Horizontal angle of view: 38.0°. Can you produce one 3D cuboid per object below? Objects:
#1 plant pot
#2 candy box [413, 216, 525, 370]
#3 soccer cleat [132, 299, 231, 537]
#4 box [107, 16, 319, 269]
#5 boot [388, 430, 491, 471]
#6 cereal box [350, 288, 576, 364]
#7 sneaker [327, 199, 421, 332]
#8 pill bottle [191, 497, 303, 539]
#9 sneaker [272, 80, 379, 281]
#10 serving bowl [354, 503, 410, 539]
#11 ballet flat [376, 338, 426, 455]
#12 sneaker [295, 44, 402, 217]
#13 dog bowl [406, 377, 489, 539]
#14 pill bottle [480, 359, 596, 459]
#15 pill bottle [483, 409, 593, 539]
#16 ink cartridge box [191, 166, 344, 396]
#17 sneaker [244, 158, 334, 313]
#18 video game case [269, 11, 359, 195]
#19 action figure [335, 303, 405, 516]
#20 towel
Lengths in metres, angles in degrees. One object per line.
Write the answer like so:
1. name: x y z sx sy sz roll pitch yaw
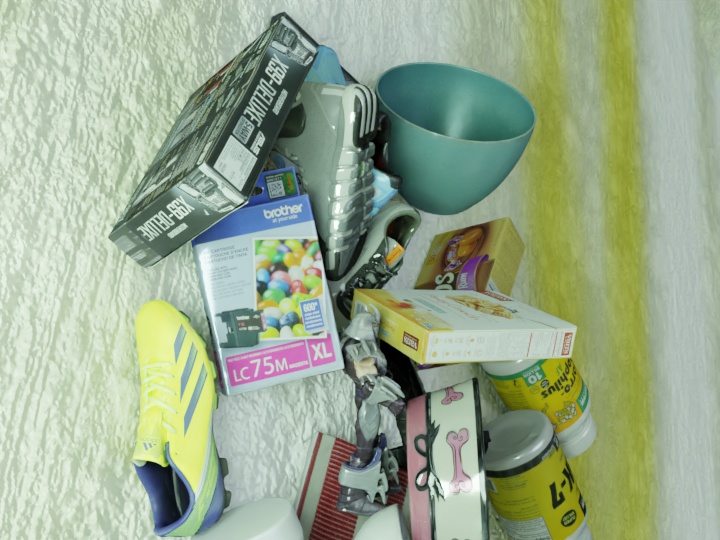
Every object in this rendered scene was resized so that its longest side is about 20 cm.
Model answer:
1. plant pot: 0.105 -0.150 1.289 0.200 0.197 0.136 -48 155 -50
2. candy box: 0.124 0.028 1.297 0.057 0.115 0.201 56 40 -28
3. soccer cleat: -0.163 0.126 0.888 0.083 0.064 0.204 -11 89 -54
4. box: -0.129 -0.113 0.926 0.050 0.157 0.202 39 46 -22
5. boot: 0.094 0.277 1.210 0.197 0.073 0.166 -4 80 -49
6. cereal box: 0.107 0.055 1.096 0.197 0.143 0.040 0 105 -33
7. sneaker: 0.000 0.000 1.137 0.074 0.078 0.202 50 59 -41
8. pill bottle: -0.072 0.312 0.916 0.114 0.112 0.203 -30 105 -55
9. sneaker: -0.047 -0.097 1.068 0.075 0.114 0.204 -27 129 -61
10. serving bowl: 0.027 0.323 0.964 0.200 0.065 0.204 -13 90 -88
11. ballet flat: 0.051 0.121 1.172 0.066 0.057 0.202 -1 57 -42
12. sneaker: -0.004 -0.157 1.132 0.078 0.089 0.203 -1 67 -56
13. dog bowl: 0.086 0.208 1.020 0.200 0.072 0.204 -4 90 -85
14. pill bottle: 0.250 0.163 1.442 0.201 0.111 0.113 58 39 -27
15. pill bottle: 0.230 0.295 1.370 0.114 0.113 0.202 -50 121 -50
16. ink cartridge box: -0.093 0.007 0.992 0.117 0.042 0.204 -12 87 -13
17. sneaker: -0.089 -0.028 1.056 0.076 0.070 0.203 160 -94 -82
18. video game case: -0.050 -0.157 1.180 0.180 0.025 0.203 35 52 -45
19. action figure: 0.009 0.131 1.030 0.130 0.068 0.204 -87 176 -79
20. towel: 0.015 0.270 1.083 0.198 0.023 0.146 30 57 -22
